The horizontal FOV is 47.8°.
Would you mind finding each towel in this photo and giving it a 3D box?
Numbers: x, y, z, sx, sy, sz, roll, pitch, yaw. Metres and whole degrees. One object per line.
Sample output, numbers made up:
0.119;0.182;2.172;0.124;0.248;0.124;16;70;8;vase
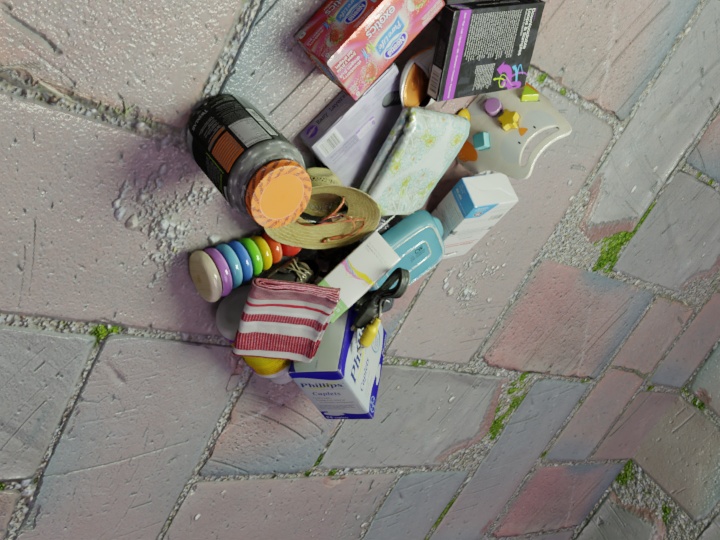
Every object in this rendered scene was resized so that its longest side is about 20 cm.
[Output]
-0.123;0.087;1.308;0.141;0.023;0.201;7;140;-16;towel
0.089;-0.180;1.378;0.170;0.048;0.202;-8;135;-52;towel

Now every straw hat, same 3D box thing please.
-0.065;-0.117;1.309;0.196;0.087;0.202;-7;154;-3;straw hat

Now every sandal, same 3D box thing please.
0.139;-0.332;1.326;0.207;0.059;0.080;-44;138;-29;sandal

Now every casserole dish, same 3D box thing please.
0.080;-0.023;1.501;0.198;0.039;0.122;-36;128;-10;casserole dish

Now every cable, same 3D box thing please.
0.039;0.052;1.387;0.050;0.098;0.200;23;133;-19;cable

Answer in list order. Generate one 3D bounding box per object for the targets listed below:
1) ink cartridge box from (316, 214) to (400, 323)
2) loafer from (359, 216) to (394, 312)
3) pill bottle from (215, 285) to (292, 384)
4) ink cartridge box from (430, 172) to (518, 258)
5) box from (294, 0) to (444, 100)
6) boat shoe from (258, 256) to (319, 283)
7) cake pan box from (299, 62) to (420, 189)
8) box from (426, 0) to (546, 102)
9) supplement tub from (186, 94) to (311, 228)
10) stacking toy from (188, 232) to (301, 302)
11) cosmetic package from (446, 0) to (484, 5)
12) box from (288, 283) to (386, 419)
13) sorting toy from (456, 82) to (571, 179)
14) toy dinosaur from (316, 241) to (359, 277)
0.000;0.000;1.390;0.200;0.067;0.117;-43;-179;-6;ink cartridge box
0.028;-0.018;1.546;0.070;0.063;0.204;-7;119;-2;loafer
-0.172;0.122;1.447;0.104;0.104;0.201;-37;139;-8;pill bottle
0.199;-0.101;1.573;0.114;0.068;0.200;-11;156;-34;ink cartridge box
0.014;-0.367;1.195;0.200;0.100;0.095;-47;140;1;box
-0.120;0.011;1.372;0.074;0.074;0.200;-49;179;14;boat shoe
0.013;-0.224;1.355;0.200;0.052;0.184;-45;139;0;cake pan box
0.200;-0.352;1.285;0.197;0.036;0.145;-15;131;-32;box
-0.156;-0.153;1.151;0.121;0.200;0.124;-22;137;-23;supplement tub
-0.181;-0.023;1.346;0.198;0.085;0.087;-26;138;-31;stacking toy
0.201;-0.395;1.342;0.200;0.050;0.084;52;45;-51;cosmetic package
-0.036;0.153;1.516;0.103;0.187;0.201;-3;146;21;box
0.281;-0.251;1.461;0.200;0.180;0.107;-46;141;1;sorting toy
-0.038;-0.021;1.476;0.086;0.048;0.203;-13;126;-18;toy dinosaur
